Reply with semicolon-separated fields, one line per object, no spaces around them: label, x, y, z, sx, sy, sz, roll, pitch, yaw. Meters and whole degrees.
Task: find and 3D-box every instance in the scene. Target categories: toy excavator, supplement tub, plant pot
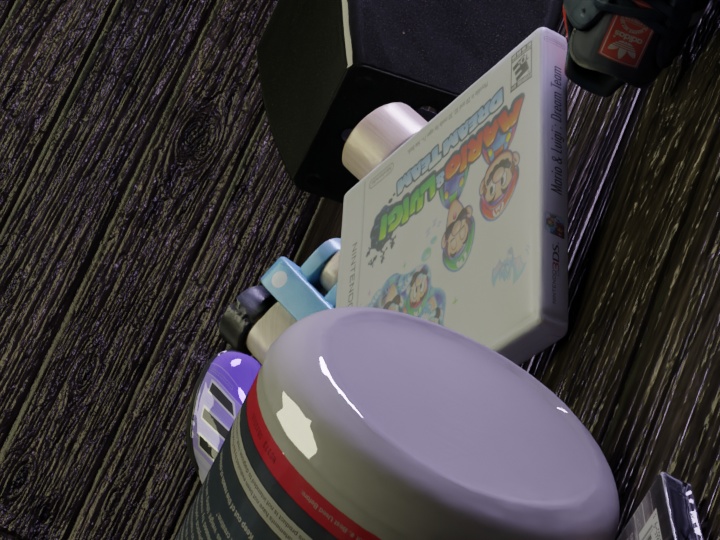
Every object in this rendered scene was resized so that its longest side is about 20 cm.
toy excavator;0.000;0.000;1.111;0.200;0.100;0.194;-49;-33;2
supplement tub;-0.006;0.128;0.616;0.201;0.140;0.141;-62;6;23
plant pot;0.036;-0.148;1.271;0.200;0.199;0.178;121;159;-44

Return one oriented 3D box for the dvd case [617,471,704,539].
dvd case;0.053;0.176;0.492;0.201;0.016;0.149;-62;7;22

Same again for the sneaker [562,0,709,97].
sneaker;0.139;-0.136;0.785;0.200;0.075;0.085;94;-159;-77

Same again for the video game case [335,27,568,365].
video game case;0.044;-0.008;0.901;0.200;0.024;0.183;-38;39;47

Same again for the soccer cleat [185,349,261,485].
soccer cleat;-0.068;0.138;1.039;0.073;0.068;0.201;-32;48;46
